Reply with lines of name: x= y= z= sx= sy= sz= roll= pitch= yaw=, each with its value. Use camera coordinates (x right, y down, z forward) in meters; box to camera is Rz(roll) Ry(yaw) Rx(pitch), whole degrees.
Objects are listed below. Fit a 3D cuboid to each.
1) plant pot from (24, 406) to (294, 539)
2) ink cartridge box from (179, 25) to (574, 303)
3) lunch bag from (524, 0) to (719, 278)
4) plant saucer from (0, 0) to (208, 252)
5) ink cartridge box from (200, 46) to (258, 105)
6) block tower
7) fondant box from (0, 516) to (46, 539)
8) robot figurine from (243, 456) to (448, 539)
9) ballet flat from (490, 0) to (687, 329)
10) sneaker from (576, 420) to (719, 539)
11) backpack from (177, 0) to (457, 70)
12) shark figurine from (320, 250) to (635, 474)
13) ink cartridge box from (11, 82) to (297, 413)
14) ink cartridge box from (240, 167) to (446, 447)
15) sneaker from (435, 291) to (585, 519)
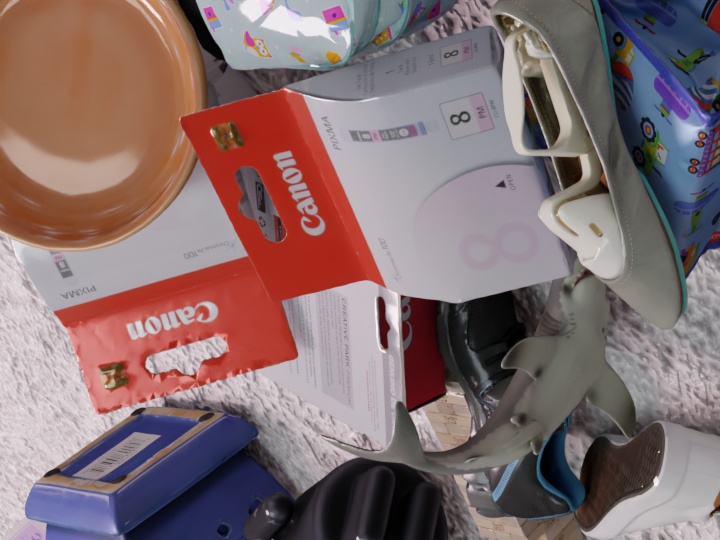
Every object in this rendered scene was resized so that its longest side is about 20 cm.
plant pot: x=-0.179 y=0.237 z=1.721 sx=0.199 sy=0.200 sz=0.181 roll=1 pitch=119 yaw=51
ink cartridge box: x=0.011 y=-0.045 z=1.125 sx=0.198 sy=0.057 sz=0.163 roll=-17 pitch=128 yaw=10
lunch bag: x=0.144 y=-0.112 z=1.066 sx=0.200 sy=0.094 sz=0.151 roll=44 pitch=152 yaw=27
plant saucer: x=-0.188 y=-0.114 z=1.217 sx=0.198 sy=0.037 sz=0.202 roll=2 pitch=99 yaw=16
ink cartridge box: x=-0.169 y=-0.120 z=1.376 sx=0.200 sy=0.146 sz=0.084 roll=52 pitch=149 yaw=-3
block tower: x=0.102 y=0.140 z=1.396 sx=0.054 sy=0.058 sz=0.201 roll=5 pitch=126 yaw=48
fondant box: x=-0.358 y=0.393 z=2.230 sx=0.144 sy=0.058 sz=0.201 roll=38 pitch=145 yaw=19
robot figurine: x=-0.003 y=0.229 z=1.553 sx=0.151 sy=0.124 sz=0.200 roll=55 pitch=148 yaw=6
ballet flat: x=0.115 y=-0.056 z=1.006 sx=0.067 sy=0.063 sz=0.202 roll=0 pitch=109 yaw=68
sneaker: x=0.205 y=0.148 z=1.267 sx=0.084 sy=0.073 sz=0.200 roll=12 pitch=168 yaw=-10
backpack: x=-0.028 y=-0.190 z=1.145 sx=0.199 sy=0.126 sz=0.168 roll=8 pitch=128 yaw=46
shark figurine: x=0.088 y=0.086 z=1.216 sx=0.129 sy=0.214 sz=0.089 roll=59 pitch=157 yaw=-18
ink cartridge box: x=-0.148 y=-0.011 z=1.283 sx=0.161 sy=0.057 sz=0.202 roll=-16 pitch=94 yaw=13
ink cartridge box: x=0.000 y=0.000 z=1.295 sx=0.175 sy=0.083 sz=0.201 roll=28 pitch=131 yaw=44
sneaker: x=0.108 y=0.078 z=1.300 sx=0.081 sy=0.073 sz=0.202 roll=2 pitch=114 yaw=39
